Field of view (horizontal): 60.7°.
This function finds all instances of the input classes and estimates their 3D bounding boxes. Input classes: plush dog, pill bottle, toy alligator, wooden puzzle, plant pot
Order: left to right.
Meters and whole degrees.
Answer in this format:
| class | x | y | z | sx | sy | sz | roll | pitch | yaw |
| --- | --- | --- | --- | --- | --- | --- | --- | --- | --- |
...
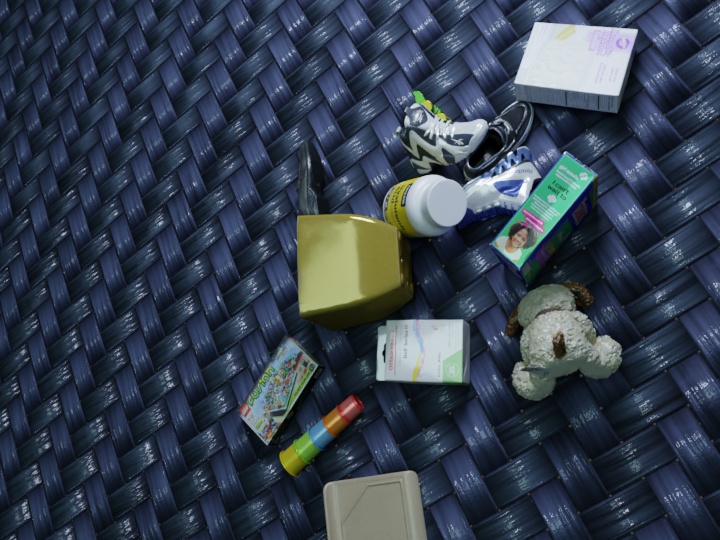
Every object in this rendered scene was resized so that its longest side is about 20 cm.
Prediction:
| class | x | y | z | sx | sy | sz | roll | pitch | yaw |
| --- | --- | --- | --- | --- | --- | --- | --- | --- | --- |
| plant pot | 0.000 | 0.000 | 1.218 | 0.194 | 0.194 | 0.202 | -7 | 75 | 17 |
| wooden puzzle | 0.030 | 0.494 | 1.176 | 0.194 | 0.037 | 0.191 | -13 | 73 | 17 |
| pill bottle | 0.123 | -0.121 | 1.170 | 0.108 | 0.199 | 0.116 | 0 | 92 | -18 |
| toy alligator | 0.169 | -0.292 | 1.274 | 0.200 | 0.059 | 0.055 | 45 | 108 | 13 |
| plush dog | 0.333 | 0.102 | 1.076 | 0.195 | 0.161 | 0.175 | -23 | 43 | 16 |

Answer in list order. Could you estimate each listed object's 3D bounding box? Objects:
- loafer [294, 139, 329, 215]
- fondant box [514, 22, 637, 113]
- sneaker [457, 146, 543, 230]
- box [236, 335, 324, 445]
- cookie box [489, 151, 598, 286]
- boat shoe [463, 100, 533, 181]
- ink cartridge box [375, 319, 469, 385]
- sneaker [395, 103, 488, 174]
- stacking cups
| class | x | y | z | sx | sy | sz | roll | pitch | yaw |
| --- | --- | --- | --- | --- | --- | --- | --- | --- | --- |
| loafer | -0.121 | -0.193 | 1.379 | 0.070 | 0.072 | 0.207 | -14 | 72 | 25 |
| fondant box | 0.410 | -0.390 | 1.174 | 0.195 | 0.058 | 0.148 | 16 | 75 | 25 |
| sneaker | 0.272 | -0.134 | 1.179 | 0.198 | 0.080 | 0.117 | -38 | 64 | 11 |
| box | -0.172 | 0.257 | 1.319 | 0.109 | 0.035 | 0.203 | 34 | 94 | 27 |
| cookie box | 0.330 | -0.084 | 1.091 | 0.075 | 0.171 | 0.202 | 40 | 96 | 23 |
| boat shoe | 0.271 | -0.262 | 1.200 | 0.071 | 0.068 | 0.200 | 40 | 83 | 20 |
| ink cartridge box | 0.111 | 0.159 | 1.193 | 0.194 | 0.067 | 0.121 | -3 | 77 | 24 |
| sneaker | 0.146 | -0.277 | 1.202 | 0.197 | 0.129 | 0.081 | -9 | 43 | 55 |
| stacking cups | -0.076 | 0.331 | 1.244 | 0.199 | 0.060 | 0.061 | -43 | 65 | 10 |
